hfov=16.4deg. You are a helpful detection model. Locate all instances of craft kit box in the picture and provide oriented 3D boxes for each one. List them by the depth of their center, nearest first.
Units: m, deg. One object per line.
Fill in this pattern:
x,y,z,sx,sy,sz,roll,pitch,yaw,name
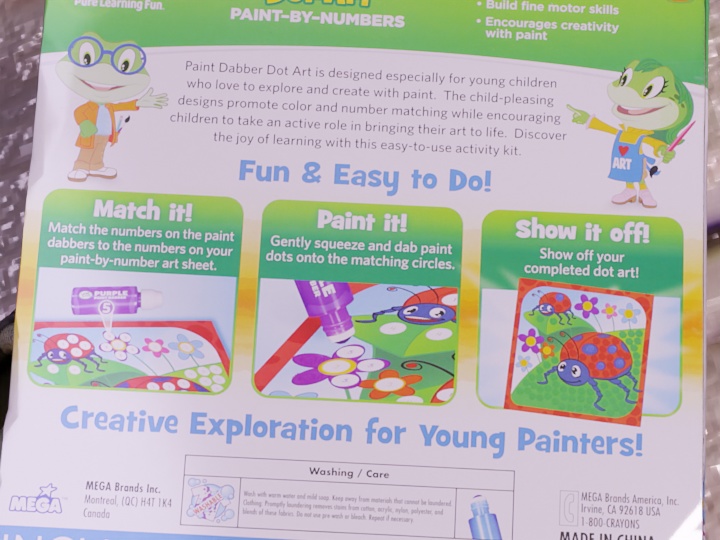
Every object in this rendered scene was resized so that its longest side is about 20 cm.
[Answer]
0.000,0.000,0.721,0.199,0.049,0.199,3,74,1,craft kit box

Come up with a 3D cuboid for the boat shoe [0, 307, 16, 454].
-0.084,0.037,0.764,0.201,0.066,0.072,-46,62,1,boat shoe
